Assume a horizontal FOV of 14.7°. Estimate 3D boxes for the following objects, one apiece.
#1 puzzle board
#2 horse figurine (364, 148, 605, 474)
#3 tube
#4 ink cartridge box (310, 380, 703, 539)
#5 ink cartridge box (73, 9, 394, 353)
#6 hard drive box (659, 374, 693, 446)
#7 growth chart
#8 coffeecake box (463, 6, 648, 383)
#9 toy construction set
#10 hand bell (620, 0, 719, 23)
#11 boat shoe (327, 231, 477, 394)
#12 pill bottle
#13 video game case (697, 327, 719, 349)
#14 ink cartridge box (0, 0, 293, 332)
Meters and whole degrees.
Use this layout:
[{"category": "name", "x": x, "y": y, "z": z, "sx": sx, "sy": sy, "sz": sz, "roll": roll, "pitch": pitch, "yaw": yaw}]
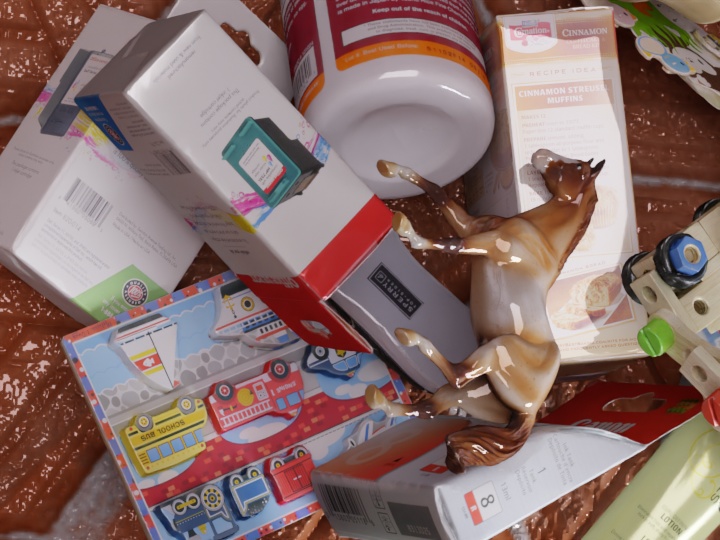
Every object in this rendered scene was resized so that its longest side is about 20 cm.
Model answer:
[{"category": "puzzle board", "x": -0.062, "y": 0.074, "z": 1.631, "sx": 0.199, "sy": 0.017, "sz": 0.151, "roll": -22, "pitch": 85, "yaw": -34}, {"category": "horse figurine", "x": 0.068, "y": 0.022, "z": 1.506, "sx": 0.132, "sy": 0.050, "sz": 0.201, "roll": 14, "pitch": 67, "yaw": -31}, {"category": "tube", "x": 0.200, "y": 0.112, "z": 1.607, "sx": 0.200, "sy": 0.058, "sz": 0.052, "roll": -47, "pitch": 51, "yaw": -4}, {"category": "ink cartridge box", "x": 0.090, "y": 0.093, "z": 1.591, "sx": 0.200, "sy": 0.162, "sz": 0.050, "roll": -31, "pitch": 102, "yaw": -23}, {"category": "ink cartridge box", "x": -0.057, "y": -0.047, "z": 1.543, "sx": 0.067, "sy": 0.116, "sz": 0.200, "roll": -47, "pitch": 105, "yaw": -13}, {"category": "hard drive box", "x": 0.285, "y": 0.048, "z": 1.686, "sx": 0.155, "sy": 0.077, "sz": 0.201, "roll": 19, "pitch": 81, "yaw": -3}, {"category": "growth chart", "x": 0.201, "y": -0.134, "z": 1.679, "sx": 0.200, "sy": 0.145, "sz": 0.018, "roll": 39, "pitch": 112, "yaw": 1}, {"category": "coffeecake box", "x": 0.110, "y": -0.039, "z": 1.637, "sx": 0.073, "sy": 0.154, "sz": 0.201, "roll": -5, "pitch": 83, "yaw": -8}, {"category": "toy construction set", "x": 0.219, "y": 0.022, "z": 1.513, "sx": 0.131, "sy": 0.092, "sz": 0.200, "roll": 56, "pitch": 42, "yaw": -1}, {"category": "hand bell", "x": 0.232, "y": -0.152, "z": 1.661, "sx": 0.200, "sy": 0.104, "sz": 0.104, "roll": 38, "pitch": 77, "yaw": -38}, {"category": "boat shoe", "x": 0.000, "y": 0.000, "z": 1.651, "sx": 0.069, "sy": 0.057, "sz": 0.200, "roll": -41, "pitch": 94, "yaw": -17}, {"category": "pill bottle", "x": 0.010, "y": -0.150, "z": 1.630, "sx": 0.112, "sy": 0.113, "sz": 0.201, "roll": -3, "pitch": 52, "yaw": -7}, {"category": "video game case", "x": 0.277, "y": 0.065, "z": 1.593, "sx": 0.182, "sy": 0.022, "sz": 0.201, "roll": -27, "pitch": 85, "yaw": -37}, {"category": "ink cartridge box", "x": -0.131, "y": -0.073, "z": 1.632, "sx": 0.117, "sy": 0.067, "sz": 0.200, "roll": 41, "pitch": 77, "yaw": -40}]
